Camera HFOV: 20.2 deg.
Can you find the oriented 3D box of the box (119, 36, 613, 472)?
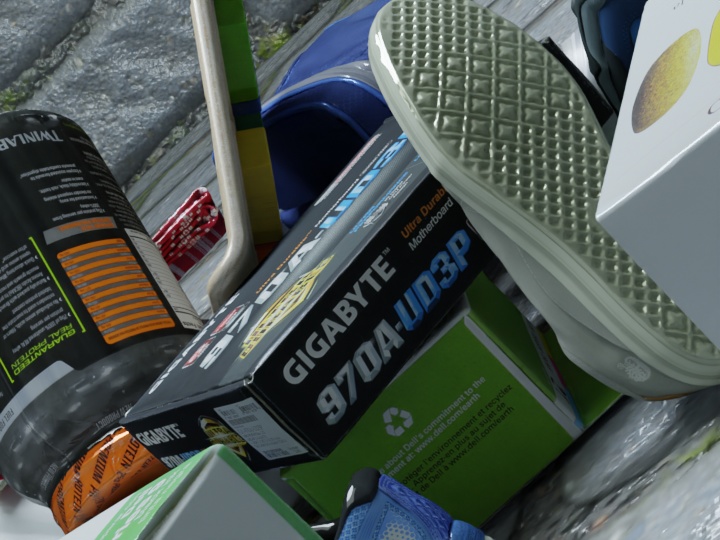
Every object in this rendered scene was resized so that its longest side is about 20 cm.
[{"bbox_3d":[0.000,0.000,0.847,0.200,0.046,0.159,-49,12,-23],"label":"box"}]

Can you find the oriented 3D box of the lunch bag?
[{"bbox_3d":[0.015,-0.065,1.151,0.132,0.136,0.200,-50,13,-23],"label":"lunch bag"}]

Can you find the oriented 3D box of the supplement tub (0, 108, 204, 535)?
[{"bbox_3d":[-0.146,0.030,0.997,0.122,0.200,0.123,-27,-24,-13],"label":"supplement tub"}]

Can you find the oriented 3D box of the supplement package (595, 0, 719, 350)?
[{"bbox_3d":[0.163,-0.052,0.675,0.114,0.110,0.200,-40,12,26],"label":"supplement package"}]

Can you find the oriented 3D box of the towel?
[{"bbox_3d":[-0.144,0.040,1.135,0.200,0.022,0.145,-49,-2,-4],"label":"towel"}]

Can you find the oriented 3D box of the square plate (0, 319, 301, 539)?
[{"bbox_3d":[-0.090,0.080,1.098,0.198,0.029,0.200,-2,32,35],"label":"square plate"}]

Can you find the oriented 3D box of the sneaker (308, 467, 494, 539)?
[{"bbox_3d":[-0.039,0.140,0.761,0.200,0.089,0.079,-42,11,23],"label":"sneaker"}]

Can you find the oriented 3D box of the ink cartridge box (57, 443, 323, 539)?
[{"bbox_3d":[-0.067,0.158,0.644,0.200,0.146,0.084,-32,17,46],"label":"ink cartridge box"}]

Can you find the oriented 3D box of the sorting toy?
[{"bbox_3d":[-0.059,-0.054,1.013,0.036,0.201,0.185,-5,-22,-1],"label":"sorting toy"}]

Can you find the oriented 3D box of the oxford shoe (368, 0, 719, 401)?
[{"bbox_3d":[0.069,-0.025,0.759,0.075,0.200,0.058,-31,-21,-27],"label":"oxford shoe"}]

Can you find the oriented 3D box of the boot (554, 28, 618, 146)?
[{"bbox_3d":[0.070,-0.062,0.953,0.200,0.095,0.074,88,180,-75],"label":"boot"}]

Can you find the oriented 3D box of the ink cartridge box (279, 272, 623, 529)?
[{"bbox_3d":[0.062,0.022,0.858,0.200,0.076,0.148,-45,11,8],"label":"ink cartridge box"}]

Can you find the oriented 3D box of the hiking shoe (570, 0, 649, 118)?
[{"bbox_3d":[0.135,-0.139,0.784,0.074,0.201,0.087,-18,28,-33],"label":"hiking shoe"}]
